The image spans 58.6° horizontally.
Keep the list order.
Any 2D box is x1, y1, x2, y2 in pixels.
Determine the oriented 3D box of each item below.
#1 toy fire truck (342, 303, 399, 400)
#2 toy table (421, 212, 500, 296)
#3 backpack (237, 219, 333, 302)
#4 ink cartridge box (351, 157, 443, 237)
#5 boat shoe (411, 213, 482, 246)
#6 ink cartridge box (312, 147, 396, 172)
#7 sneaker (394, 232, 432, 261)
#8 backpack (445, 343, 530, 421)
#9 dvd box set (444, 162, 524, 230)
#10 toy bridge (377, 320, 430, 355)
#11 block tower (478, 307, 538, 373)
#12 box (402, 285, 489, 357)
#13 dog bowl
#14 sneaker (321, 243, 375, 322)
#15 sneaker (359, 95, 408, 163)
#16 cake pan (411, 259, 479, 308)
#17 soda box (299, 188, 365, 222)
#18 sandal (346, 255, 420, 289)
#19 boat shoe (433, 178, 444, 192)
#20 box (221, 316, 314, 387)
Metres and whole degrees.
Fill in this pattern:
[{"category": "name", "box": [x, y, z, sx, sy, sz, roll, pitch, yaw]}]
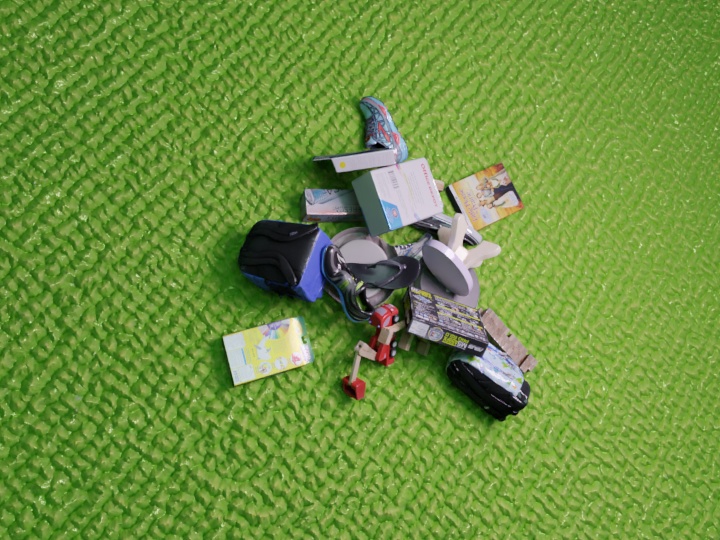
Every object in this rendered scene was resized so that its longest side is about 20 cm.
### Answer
[{"category": "toy fire truck", "box": [0.025, 0.189, 1.514, 0.140, 0.048, 0.204, -19, 121, -43]}, {"category": "toy table", "box": [0.241, -0.040, 1.579, 0.182, 0.201, 0.118, 28, 70, 30]}, {"category": "backpack", "box": [-0.175, -0.015, 1.484, 0.196, 0.169, 0.165, 12, 65, 25]}, {"category": "ink cartridge box", "box": [0.094, -0.180, 1.565, 0.198, 0.084, 0.147, -21, 91, -38]}, {"category": "boat shoe", "box": [0.224, -0.103, 1.700, 0.197, 0.072, 0.072, 25, 78, 0]}, {"category": "ink cartridge box", "box": [-0.017, -0.270, 1.578, 0.195, 0.198, 0.048, -9, 103, 0]}, {"category": "sneaker", "box": [0.108, -0.038, 1.634, 0.085, 0.077, 0.200, 44, 66, 2]}, {"category": "backpack", "box": [0.306, 0.260, 1.585, 0.197, 0.164, 0.156, 24, 60, -3]}, {"category": "dvd box set", "box": [0.346, -0.201, 1.780, 0.197, 0.029, 0.149, -24, 84, -23]}, {"category": "toy bridge", "box": [0.115, 0.157, 1.542, 0.199, 0.027, 0.069, 22, 88, -51]}, {"category": "block tower", "box": [0.370, 0.186, 1.670, 0.200, 0.058, 0.054, 47, 66, 0]}, {"category": "box", "box": [0.202, 0.120, 1.542, 0.196, 0.161, 0.045, 19, 114, -9]}, {"category": "dog bowl", "box": [0.000, 0.000, 1.564, 0.195, 0.059, 0.205, -1, 80, 4]}, {"category": "sneaker", "box": [-0.024, 0.025, 1.457, 0.071, 0.082, 0.202, -45, 114, -45]}, {"category": "sneaker", "box": [0.045, -0.368, 1.700, 0.095, 0.079, 0.202, -31, 87, -21]}, {"category": "cake pan", "box": [0.228, 0.045, 1.670, 0.196, 0.037, 0.205, 5, 74, -18]}, {"category": "soda box", "box": [-0.051, -0.163, 1.620, 0.196, 0.064, 0.070, -2, 76, -19]}, {"category": "sandal", "box": [0.046, 0.009, 1.508, 0.195, 0.043, 0.078, -8, 79, 2]}, {"category": "boat shoe", "box": [0.130, -0.199, 1.691, 0.195, 0.071, 0.066, -8, 83, -11]}, {"category": "box", "box": [-0.212, 0.184, 1.481, 0.196, 0.048, 0.120, -13, 80, -19]}]
